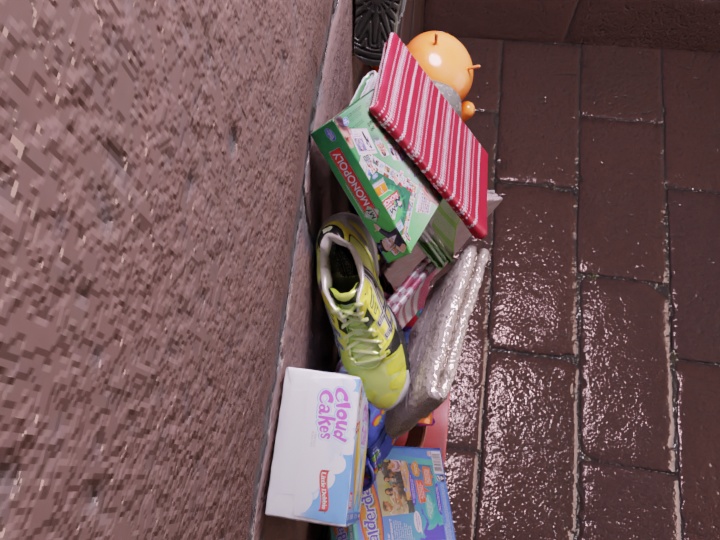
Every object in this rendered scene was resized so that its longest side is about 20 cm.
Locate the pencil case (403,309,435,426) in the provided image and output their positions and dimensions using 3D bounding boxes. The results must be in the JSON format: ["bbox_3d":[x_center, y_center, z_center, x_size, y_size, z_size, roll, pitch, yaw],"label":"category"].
[{"bbox_3d":[0.080,0.128,0.935,0.088,0.087,0.203,67,30,-78],"label":"pencil case"}]

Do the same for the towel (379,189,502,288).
[{"bbox_3d":[0.102,-0.044,0.924,0.199,0.032,0.192,-10,145,-53],"label":"towel"}]

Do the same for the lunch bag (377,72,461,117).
[{"bbox_3d":[0.056,-0.147,0.891,0.201,0.138,0.169,84,30,-60],"label":"lunch bag"}]

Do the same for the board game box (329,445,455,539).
[{"bbox_3d":[0.042,0.310,0.823,0.199,0.045,0.154,19,55,-43],"label":"board game box"}]

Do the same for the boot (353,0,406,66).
[{"bbox_3d":[0.038,-0.365,0.784,0.201,0.072,0.183,-68,177,-49],"label":"boot"}]

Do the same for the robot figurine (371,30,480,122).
[{"bbox_3d":[0.093,-0.276,0.947,0.200,0.115,0.146,-31,-101,60],"label":"robot figurine"}]

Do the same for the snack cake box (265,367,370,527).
[{"bbox_3d":[-0.031,0.170,0.585,0.200,0.066,0.117,81,16,-70],"label":"snack cake box"}]

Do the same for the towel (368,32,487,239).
[{"bbox_3d":[0.080,-0.141,0.677,0.200,0.022,0.146,44,39,-31],"label":"towel"}]

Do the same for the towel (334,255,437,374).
[{"bbox_3d":[0.033,0.071,0.767,0.200,0.030,0.147,-48,168,-25],"label":"towel"}]

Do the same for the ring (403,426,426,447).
[{"bbox_3d":[0.043,0.256,1.029,0.200,0.019,0.203,-35,-136,42],"label":"ring"}]

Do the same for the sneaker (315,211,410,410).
[{"bbox_3d":[-0.006,0.045,0.619,0.076,0.074,0.203,-30,102,-71],"label":"sneaker"}]

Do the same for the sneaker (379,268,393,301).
[{"bbox_3d":[0.000,0.000,0.776,0.200,0.078,0.097,33,51,-85],"label":"sneaker"}]

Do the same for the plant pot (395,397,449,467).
[{"bbox_3d":[0.070,0.286,1.169,0.200,0.174,0.204,5,90,-85],"label":"plant pot"}]

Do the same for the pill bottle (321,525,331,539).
[{"bbox_3d":[0.000,0.387,0.856,0.117,0.115,0.202,89,9,-50],"label":"pill bottle"}]

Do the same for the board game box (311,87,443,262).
[{"bbox_3d":[0.033,-0.111,0.629,0.136,0.029,0.200,59,31,-14],"label":"board game box"}]

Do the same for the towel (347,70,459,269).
[{"bbox_3d":[0.057,-0.119,0.721,0.200,0.030,0.150,48,40,-23],"label":"towel"}]

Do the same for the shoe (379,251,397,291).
[{"bbox_3d":[0.060,0.044,1.035,0.201,0.071,0.091,57,-6,23],"label":"shoe"}]

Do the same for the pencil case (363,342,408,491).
[{"bbox_3d":[0.024,0.174,0.772,0.087,0.078,0.200,-40,-176,42],"label":"pencil case"}]

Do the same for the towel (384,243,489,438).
[{"bbox_3d":[0.082,0.074,0.690,0.133,0.034,0.202,120,-6,-56],"label":"towel"}]
